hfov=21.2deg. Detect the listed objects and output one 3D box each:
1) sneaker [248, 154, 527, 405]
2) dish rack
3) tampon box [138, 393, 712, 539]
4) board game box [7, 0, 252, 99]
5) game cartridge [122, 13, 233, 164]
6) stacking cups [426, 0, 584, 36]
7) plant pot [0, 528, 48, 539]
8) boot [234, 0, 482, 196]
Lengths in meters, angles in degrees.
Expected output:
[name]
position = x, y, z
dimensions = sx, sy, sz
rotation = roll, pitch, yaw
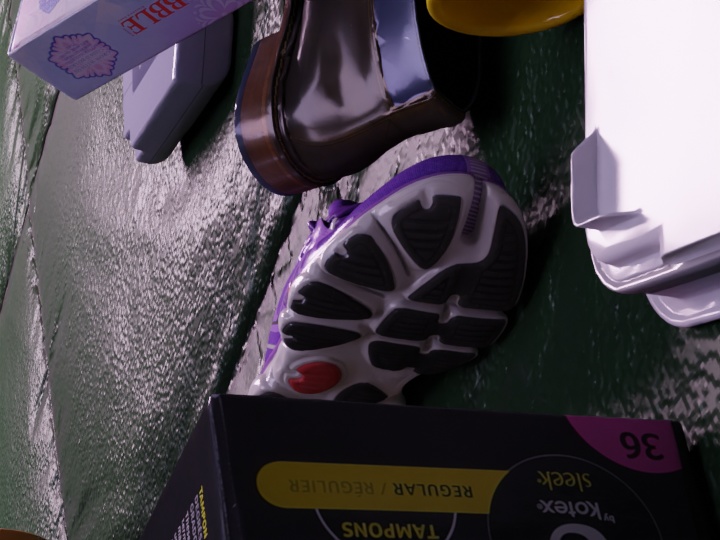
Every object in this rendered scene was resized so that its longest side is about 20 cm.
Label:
[sneaker]
position = 0.000, 0.000, 0.739
dimensions = 0.200, 0.080, 0.084
rotation = 133, 143, -60
[dish rack]
position = 0.102, -0.093, 0.534
dimensions = 0.172, 0.043, 0.201
rotation = 153, 119, -66
[tampon box]
position = 0.004, 0.143, 0.587
dimensions = 0.200, 0.149, 0.127
rotation = 121, 147, -48
[board game box]
position = -0.051, -0.192, 0.794
dimensions = 0.199, 0.041, 0.201
rotation = -22, 47, 36
[game cartridge]
position = -0.108, -0.178, 1.125
dimensions = 0.133, 0.041, 0.201
rotation = 143, 129, -58
[stacking cups]
position = 0.047, -0.185, 0.672
dimensions = 0.060, 0.060, 0.201
rotation = 142, 129, -63
[plant pot]
position = -0.212, 0.283, 1.106
dimensions = 0.183, 0.200, 0.201
rotation = 48, 132, 42
[boot]
position = 0.016, -0.128, 0.774
dimensions = 0.097, 0.075, 0.201
rotation = -11, 62, 42
